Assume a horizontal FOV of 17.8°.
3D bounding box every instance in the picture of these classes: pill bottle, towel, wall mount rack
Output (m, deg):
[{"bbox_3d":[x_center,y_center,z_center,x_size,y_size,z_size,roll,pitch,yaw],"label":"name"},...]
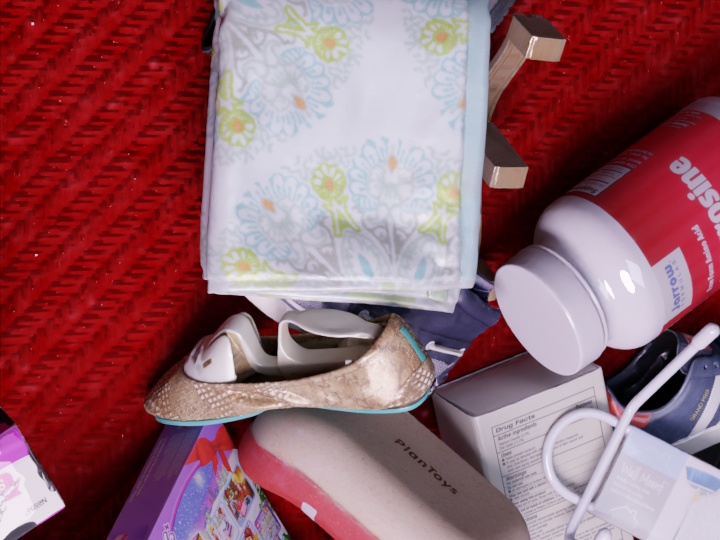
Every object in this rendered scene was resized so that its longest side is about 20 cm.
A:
[{"bbox_3d":[0.189,-0.020,1.527,0.199,0.112,0.113,-35,114,-22],"label":"pill bottle"},{"bbox_3d":[-0.009,-0.079,1.402,0.170,0.048,0.202,3,92,-14],"label":"towel"},{"bbox_3d":[0.228,0.132,1.524,0.199,0.075,0.175,27,91,-19],"label":"wall mount rack"}]

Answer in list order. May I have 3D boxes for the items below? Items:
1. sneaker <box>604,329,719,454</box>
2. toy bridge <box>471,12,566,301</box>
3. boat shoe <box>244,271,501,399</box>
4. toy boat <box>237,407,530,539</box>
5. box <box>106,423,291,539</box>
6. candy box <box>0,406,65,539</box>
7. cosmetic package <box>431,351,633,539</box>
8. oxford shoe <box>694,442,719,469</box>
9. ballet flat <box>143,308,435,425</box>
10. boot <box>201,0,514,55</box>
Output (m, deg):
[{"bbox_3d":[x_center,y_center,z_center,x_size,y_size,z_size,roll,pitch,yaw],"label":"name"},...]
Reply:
[{"bbox_3d":[0.245,0.068,1.606,0.199,0.075,0.085,-26,121,-17],"label":"sneaker"},{"bbox_3d":[0.085,-0.076,1.503,0.027,0.067,0.201,-1,122,-24],"label":"toy bridge"},{"bbox_3d":[0.000,0.000,1.467,0.199,0.075,0.093,33,116,-33],"label":"boat shoe"},{"bbox_3d":[0.002,0.167,1.473,0.200,0.130,0.131,40,112,15],"label":"toy boat"},{"bbox_3d":[-0.103,0.199,1.430,0.039,0.200,0.138,-17,116,25],"label":"box"},{"bbox_3d":[-0.263,0.121,1.322,0.136,0.200,0.061,-33,113,-12],"label":"candy box"},{"bbox_3d":[0.124,0.164,1.578,0.103,0.073,0.202,-19,109,-20],"label":"cosmetic package"},{"bbox_3d":[0.258,0.194,1.609,0.201,0.084,0.073,-67,151,-12],"label":"oxford shoe"},{"bbox_3d":[-0.050,0.054,1.427,0.198,0.071,0.066,-7,120,21],"label":"ballet flat"},{"bbox_3d":[0.005,-0.172,1.450,0.200,0.070,0.132,-47,111,-12],"label":"boot"}]
